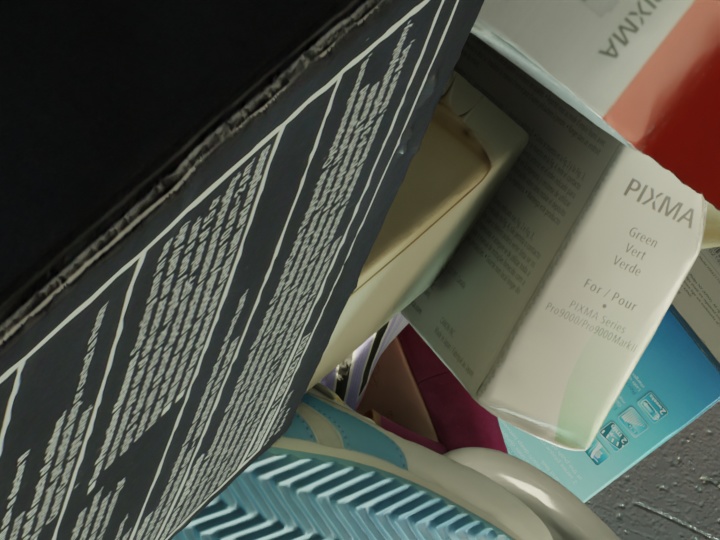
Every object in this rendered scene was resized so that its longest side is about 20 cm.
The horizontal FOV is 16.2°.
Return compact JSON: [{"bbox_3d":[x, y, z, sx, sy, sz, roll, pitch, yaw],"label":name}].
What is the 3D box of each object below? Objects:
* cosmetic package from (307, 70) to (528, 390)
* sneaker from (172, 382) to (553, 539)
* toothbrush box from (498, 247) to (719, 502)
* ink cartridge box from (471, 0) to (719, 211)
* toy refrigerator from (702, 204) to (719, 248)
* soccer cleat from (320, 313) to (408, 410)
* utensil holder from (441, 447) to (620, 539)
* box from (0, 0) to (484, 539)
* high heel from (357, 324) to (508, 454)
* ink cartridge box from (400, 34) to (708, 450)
[{"bbox_3d":[-0.047,-0.011,0.720,0.200,0.104,0.073,-41,168,-51],"label":"cosmetic package"},{"bbox_3d":[-0.029,0.055,0.775,0.081,0.200,0.077,-64,175,-55],"label":"sneaker"},{"bbox_3d":[0.085,0.019,1.101,0.085,0.146,0.200,-32,170,-40],"label":"toothbrush box"},{"bbox_3d":[0.098,-0.116,0.703,0.162,0.200,0.050,-52,164,2],"label":"ink cartridge box"},{"bbox_3d":[0.126,-0.052,0.862,0.200,0.070,0.076,167,-70,-79],"label":"toy refrigerator"},{"bbox_3d":[0.000,0.000,0.953,0.200,0.067,0.076,-42,156,-17],"label":"soccer cleat"},{"bbox_3d":[0.008,0.188,0.924,0.200,0.170,0.170,-38,176,24],"label":"utensil holder"},{"bbox_3d":[-0.092,0.002,0.488,0.198,0.123,0.200,-45,167,-38],"label":"box"},{"bbox_3d":[0.030,0.035,1.036,0.067,0.096,0.200,-36,-140,30],"label":"high heel"},{"bbox_3d":[0.076,-0.062,0.820,0.200,0.050,0.161,-59,-156,9],"label":"ink cartridge box"}]
